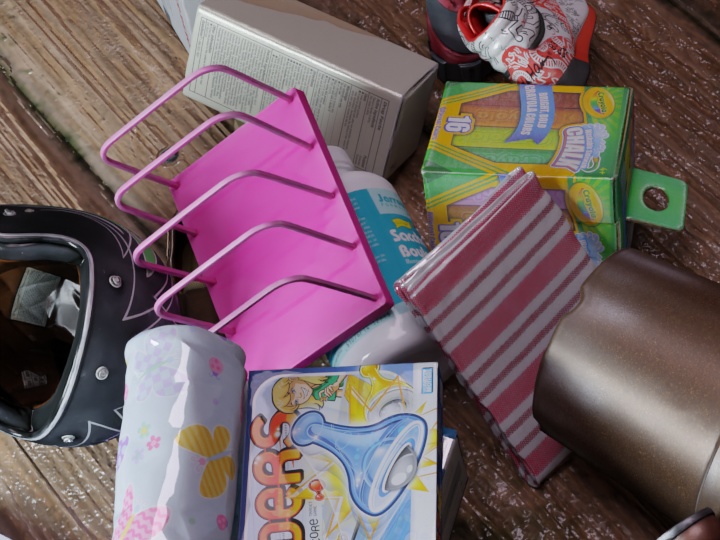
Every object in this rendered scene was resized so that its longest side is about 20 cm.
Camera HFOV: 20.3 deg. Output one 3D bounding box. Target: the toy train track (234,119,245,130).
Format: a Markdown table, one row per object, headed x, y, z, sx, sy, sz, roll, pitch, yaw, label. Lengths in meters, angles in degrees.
| x | y | z | sx | sy | sz | roll | pitch | yaw | label |
| --- | --- | --- | --- | --- | --- | --- | --- | --- | --- |
| -0.060 | -0.047 | 1.693 | 0.114 | 0.033 | 0.201 | -17 | 59 | -17 | toy train track |

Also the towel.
| x | y | z | sx | sy | sz | roll | pitch | yaw | label |
| --- | --- | --- | --- | --- | --- | --- | --- | --- | --- |
| 0.126 | 0.043 | 1.517 | 0.146 | 0.201 | 0.030 | -43 | 21 | -21 | towel |

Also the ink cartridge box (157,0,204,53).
| x | y | z | sx | sy | sz | roll | pitch | yaw | label |
| --- | --- | --- | --- | --- | --- | --- | --- | --- | --- |
| -0.155 | -0.296 | 1.816 | 0.082 | 0.147 | 0.201 | -24 | 55 | -10 | ink cartridge box |

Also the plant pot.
| x | y | z | sx | sy | sz | roll | pitch | yaw | label |
| --- | --- | --- | --- | --- | --- | --- | --- | --- | --- |
| 0.243 | 0.091 | 1.431 | 0.197 | 0.201 | 0.201 | 29 | 64 | 26 | plant pot |

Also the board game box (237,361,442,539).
| x | y | z | sx | sy | sz | roll | pitch | yaw | label |
| --- | --- | --- | --- | --- | --- | --- | --- | --- | --- |
| -0.013 | 0.160 | 1.336 | 0.134 | 0.035 | 0.202 | -4 | 60 | 8 | board game box |

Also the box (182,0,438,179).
| x | y | z | sx | sy | sz | roll | pitch | yaw | label |
| --- | --- | --- | --- | --- | --- | --- | --- | --- | --- |
| -0.043 | -0.162 | 1.704 | 0.199 | 0.096 | 0.078 | 26 | 37 | 14 | box |

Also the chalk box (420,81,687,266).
| x | y | z | sx | sy | sz | roll | pitch | yaw | label |
| --- | --- | --- | --- | --- | --- | --- | --- | --- | --- |
| 0.158 | -0.064 | 1.593 | 0.198 | 0.125 | 0.125 | 2 | 40 | 12 | chalk box |

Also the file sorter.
| x | y | z | sx | sy | sz | roll | pitch | yaw | label |
| --- | --- | --- | --- | --- | --- | --- | --- | --- | --- |
| -0.094 | -0.032 | 1.508 | 0.139 | 0.125 | 0.201 | -35 | 63 | 23 | file sorter |

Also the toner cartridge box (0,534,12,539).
| x | y | z | sx | sy | sz | roll | pitch | yaw | label |
| --- | --- | --- | --- | --- | --- | --- | --- | --- | --- |
| -0.263 | 0.258 | 1.500 | 0.199 | 0.043 | 0.095 | 22 | 60 | 24 | toner cartridge box |

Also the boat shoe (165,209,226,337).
| x | y | z | sx | sy | sz | roll | pitch | yaw | label |
| --- | --- | --- | --- | --- | --- | --- | --- | --- | --- |
| -0.124 | 0.033 | 1.618 | 0.074 | 0.075 | 0.203 | -17 | 53 | -3 | boat shoe |

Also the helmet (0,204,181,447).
| x | y | z | sx | sy | sz | roll | pitch | yaw | label |
| --- | --- | --- | --- | --- | --- | --- | --- | --- | --- |
| -0.231 | 0.044 | 1.555 | 0.189 | 0.201 | 0.201 | 19 | 59 | 6 | helmet |

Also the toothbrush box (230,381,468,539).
| x | y | z | sx | sy | sz | roll | pitch | yaw | label |
| --- | --- | --- | --- | --- | --- | --- | --- | --- | --- |
| -0.040 | 0.170 | 1.405 | 0.198 | 0.086 | 0.147 | 11 | 63 | 15 | toothbrush box |

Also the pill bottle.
| x | y | z | sx | sy | sz | roll | pitch | yaw | label |
| --- | --- | --- | --- | --- | --- | --- | --- | --- | --- |
| 0.000 | 0.000 | 1.581 | 0.110 | 0.111 | 0.201 | -24 | 64 | -8 | pill bottle |

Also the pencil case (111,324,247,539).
| x | y | z | sx | sy | sz | roll | pitch | yaw | label |
| --- | --- | --- | --- | --- | --- | --- | --- | --- | --- |
| -0.126 | 0.137 | 1.341 | 0.090 | 0.083 | 0.202 | -25 | 51 | 40 | pencil case |

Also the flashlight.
| x | y | z | sx | sy | sz | roll | pitch | yaw | label |
| --- | --- | --- | --- | --- | --- | --- | --- | --- | --- |
| 0.081 | -0.244 | 1.703 | 0.067 | 0.201 | 0.068 | -8 | 54 | 3 | flashlight |

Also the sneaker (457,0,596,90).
| x | y | z | sx | sy | sz | roll | pitch | yaw | label |
| --- | --- | --- | --- | --- | --- | --- | --- | --- | --- |
| 0.138 | -0.213 | 1.690 | 0.067 | 0.108 | 0.202 | -45 | 17 | 25 | sneaker |

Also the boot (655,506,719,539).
| x | y | z | sx | sy | sz | roll | pitch | yaw | label |
| --- | --- | --- | --- | --- | --- | --- | --- | --- | --- |
| 0.252 | 0.277 | 1.312 | 0.068 | 0.190 | 0.200 | -12 | 43 | -41 | boot |
